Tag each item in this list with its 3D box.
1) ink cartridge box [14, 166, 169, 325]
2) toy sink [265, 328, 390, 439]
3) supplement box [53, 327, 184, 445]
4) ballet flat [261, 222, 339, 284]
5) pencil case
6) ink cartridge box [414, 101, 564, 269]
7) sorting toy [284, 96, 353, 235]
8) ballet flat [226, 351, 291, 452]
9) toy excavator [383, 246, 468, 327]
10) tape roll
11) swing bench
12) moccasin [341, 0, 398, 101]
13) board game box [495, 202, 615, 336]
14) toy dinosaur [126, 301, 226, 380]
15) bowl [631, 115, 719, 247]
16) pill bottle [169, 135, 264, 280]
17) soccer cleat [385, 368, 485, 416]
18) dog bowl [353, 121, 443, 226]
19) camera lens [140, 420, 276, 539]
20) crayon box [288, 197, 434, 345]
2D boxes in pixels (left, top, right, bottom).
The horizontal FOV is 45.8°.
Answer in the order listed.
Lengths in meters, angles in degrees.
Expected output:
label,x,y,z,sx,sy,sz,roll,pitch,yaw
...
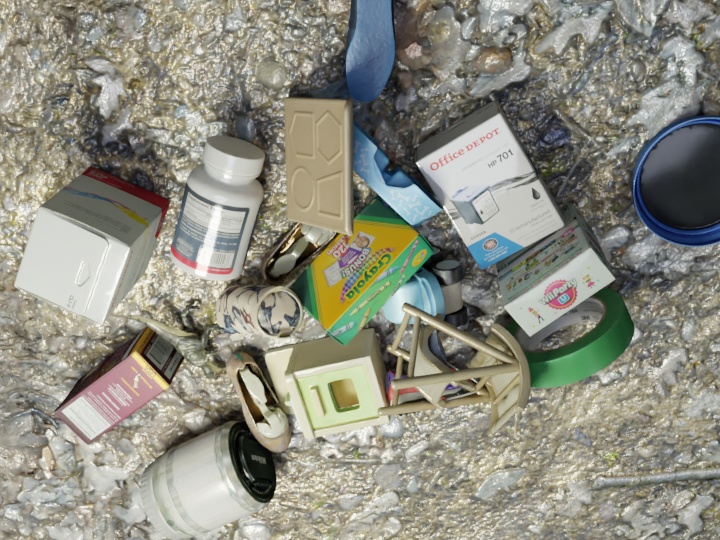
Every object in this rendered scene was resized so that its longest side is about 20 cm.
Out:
label,x,y,z,sx,sy,sz,roll,pitch,yaw
ink cartridge box,-0.404,-0.042,1.304,0.144,0.200,0.146,24,113,-6
toy sink,-0.059,0.195,1.424,0.199,0.112,0.131,-12,111,10
supplement box,-0.407,0.193,1.454,0.200,0.110,0.086,-36,106,18
ballet flat,-0.084,-0.047,1.339,0.068,0.067,0.200,40,110,-8
pencil case,-0.161,0.068,1.338,0.078,0.200,0.090,-19,97,-27
ink cartridge box,0.193,-0.127,1.281,0.146,0.086,0.200,-29,109,16
sorting toy,-0.056,-0.155,1.232,0.036,0.200,0.186,-8,105,-30
ballet flat,-0.170,0.232,1.459,0.068,0.067,0.200,-34,106,-21
toy excavator,0.044,0.033,1.344,0.199,0.194,0.100,-16,114,-19
tape roll,0.313,0.099,1.303,0.200,0.201,0.048,-23,109,14
swing bench,0.140,0.156,1.286,0.199,0.130,0.199,10,157,-2
moccasin,0.020,-0.344,1.214,0.080,0.068,0.201,7,115,-6
board game box,0.280,-0.007,1.260,0.147,0.200,0.064,-37,105,19
toy dinosaur,-0.284,0.108,1.433,0.200,0.047,0.088,41,92,-22
bowl,0.506,-0.135,1.274,0.200,0.039,0.201,2,114,4
pill bottle,-0.214,-0.097,1.309,0.119,0.120,0.201,18,113,-3
soccer cleat,0.139,0.185,1.422,0.199,0.073,0.068,-10,149,-15
dog bowl,0.035,-0.143,1.263,0.200,0.112,0.050,44,100,-8
camera lens,-0.259,0.366,1.487,0.200,0.160,0.160,-27,108,15
crayon box,0.000,0.000,1.293,0.200,0.119,0.058,-46,139,0
